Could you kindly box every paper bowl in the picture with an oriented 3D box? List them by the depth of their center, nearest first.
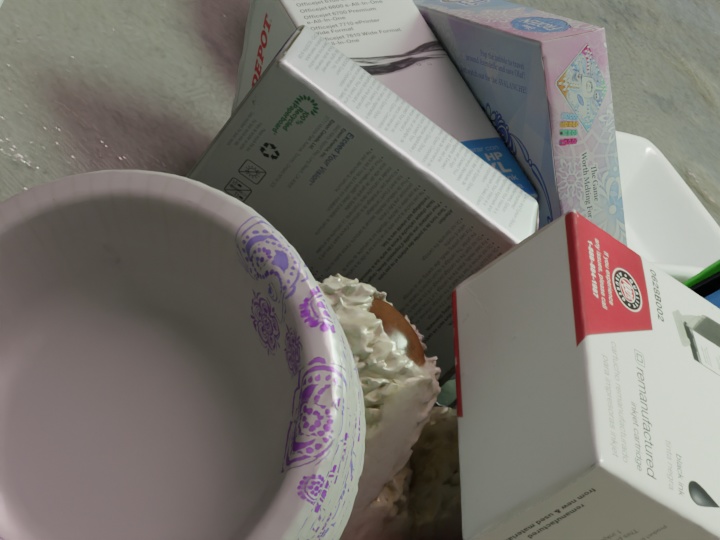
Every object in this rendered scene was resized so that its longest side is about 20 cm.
[{"bbox_3d":[-0.096,0.068,0.960,0.201,0.200,0.104,52,-2,23],"label":"paper bowl"}]

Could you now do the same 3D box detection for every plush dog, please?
[{"bbox_3d":[-0.044,0.075,1.102,0.172,0.160,0.200,42,-5,37],"label":"plush dog"}]

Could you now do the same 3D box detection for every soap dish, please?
[{"bbox_3d":[0.154,-0.021,1.523,0.199,0.081,0.158,6,42,-48],"label":"soap dish"}]

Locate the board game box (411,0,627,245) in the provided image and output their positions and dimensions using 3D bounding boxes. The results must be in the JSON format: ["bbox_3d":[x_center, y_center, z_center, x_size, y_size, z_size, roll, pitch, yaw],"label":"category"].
[{"bbox_3d":[0.082,-0.048,1.282,0.043,0.200,0.200,-15,19,-19],"label":"board game box"}]

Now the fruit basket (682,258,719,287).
[{"bbox_3d":[0.192,0.080,1.366,0.216,0.155,0.216,47,21,-24],"label":"fruit basket"}]

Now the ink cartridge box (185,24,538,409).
[{"bbox_3d":[0.000,0.000,1.168,0.200,0.196,0.043,37,47,-6],"label":"ink cartridge box"}]

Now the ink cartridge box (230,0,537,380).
[{"bbox_3d":[0.006,-0.053,1.285,0.083,0.146,0.201,-11,50,-23],"label":"ink cartridge box"}]

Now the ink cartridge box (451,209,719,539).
[{"bbox_3d":[0.141,0.087,1.056,0.199,0.083,0.147,31,41,-32],"label":"ink cartridge box"}]

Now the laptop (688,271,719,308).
[{"bbox_3d":[0.200,0.119,1.220,0.201,0.176,0.103,60,-11,17],"label":"laptop"}]

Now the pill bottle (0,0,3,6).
[{"bbox_3d":[-0.282,-0.182,1.172,0.199,0.112,0.112,15,36,-39],"label":"pill bottle"}]
